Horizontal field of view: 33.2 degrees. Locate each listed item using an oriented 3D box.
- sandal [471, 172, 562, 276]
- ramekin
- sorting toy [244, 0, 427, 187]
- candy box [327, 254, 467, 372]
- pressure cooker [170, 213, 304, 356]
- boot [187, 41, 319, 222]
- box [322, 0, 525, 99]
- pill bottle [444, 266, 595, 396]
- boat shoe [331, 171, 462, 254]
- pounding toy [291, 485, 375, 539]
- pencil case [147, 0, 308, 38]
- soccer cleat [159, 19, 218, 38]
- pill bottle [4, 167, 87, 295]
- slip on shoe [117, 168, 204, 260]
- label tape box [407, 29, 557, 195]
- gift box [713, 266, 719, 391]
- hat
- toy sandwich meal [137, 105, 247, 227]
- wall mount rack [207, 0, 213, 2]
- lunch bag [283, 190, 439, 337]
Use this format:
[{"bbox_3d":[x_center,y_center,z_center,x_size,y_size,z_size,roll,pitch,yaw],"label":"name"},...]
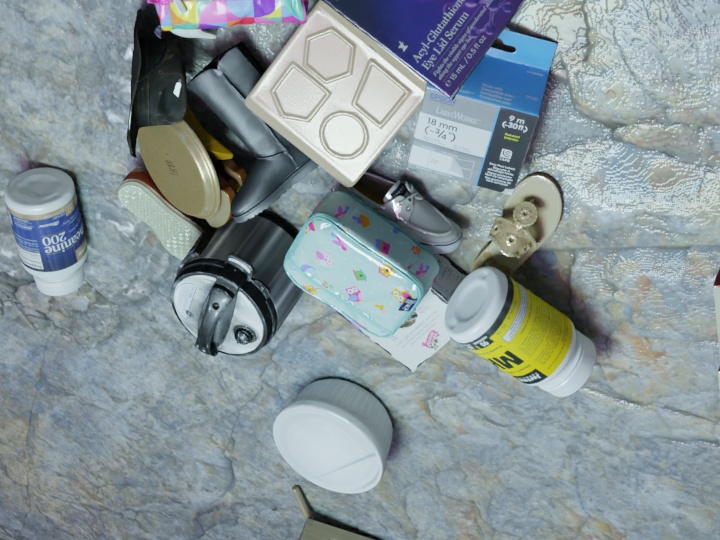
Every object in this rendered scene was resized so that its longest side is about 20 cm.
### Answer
[{"bbox_3d":[0.203,-0.034,1.622,0.077,0.070,0.212,31,136,1],"label":"sandal"},{"bbox_3d":[-0.038,0.270,2.010,0.202,0.094,0.203,16,133,17],"label":"ramekin"},{"bbox_3d":[-0.029,-0.232,1.580,0.185,0.037,0.200,38,121,-6],"label":"sorting toy"},{"bbox_3d":[0.056,0.032,1.763,0.200,0.072,0.168,39,136,-6],"label":"candy box"},{"bbox_3d":[-0.184,0.028,1.803,0.178,0.200,0.176,-5,126,33],"label":"pressure cooker"},{"bbox_3d":[-0.167,-0.188,1.659,0.165,0.066,0.200,-39,112,2],"label":"boot"},{"bbox_3d":[0.069,-0.315,1.382,0.200,0.104,0.148,35,101,-5],"label":"box"},{"bbox_3d":[0.223,0.089,1.663,0.200,0.115,0.114,32,139,-25],"label":"pill bottle"},{"bbox_3d":[0.051,-0.090,1.664,0.200,0.071,0.070,27,139,16],"label":"boat shoe"},{"bbox_3d":[-0.066,0.534,2.252,0.199,0.142,0.184,18,136,-1],"label":"pounding toy"},{"bbox_3d":[-0.162,-0.340,1.493,0.199,0.089,0.089,-6,132,-6],"label":"pencil case"},{"bbox_3d":[-0.202,-0.385,1.555,0.086,0.070,0.200,14,137,-6],"label":"soccer cleat"},{"bbox_3d":[-0.508,-0.058,1.974,0.111,0.111,0.200,15,134,18],"label":"pill bottle"},{"bbox_3d":[-0.295,-0.084,1.872,0.074,0.061,0.200,-24,127,28],"label":"slip on shoe"},{"bbox_3d":[0.147,-0.201,1.496,0.144,0.063,0.200,15,136,3],"label":"label tape box"},{"bbox_3d":[0.532,0.058,1.436,0.199,0.185,0.187,9,130,31],"label":"gift box"},{"bbox_3d":[-0.275,-0.253,1.650,0.081,0.201,0.201,3,137,-13],"label":"hat"},{"bbox_3d":[-0.245,-0.162,1.763,0.205,0.070,0.206,36,145,31],"label":"toy sandwich meal"},{"bbox_3d":[-0.151,-0.371,1.422,0.075,0.199,0.174,93,152,-59],"label":"wall mount rack"},{"bbox_3d":[0.000,0.000,1.661,0.200,0.077,0.160,36,136,-1],"label":"lunch bag"}]
